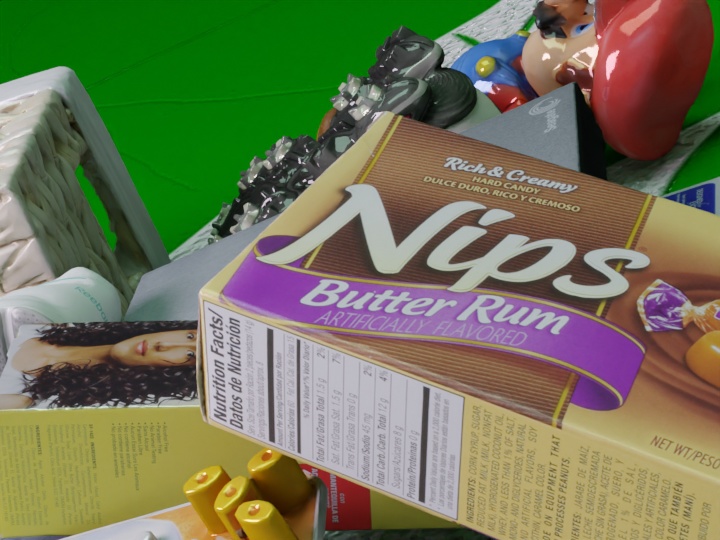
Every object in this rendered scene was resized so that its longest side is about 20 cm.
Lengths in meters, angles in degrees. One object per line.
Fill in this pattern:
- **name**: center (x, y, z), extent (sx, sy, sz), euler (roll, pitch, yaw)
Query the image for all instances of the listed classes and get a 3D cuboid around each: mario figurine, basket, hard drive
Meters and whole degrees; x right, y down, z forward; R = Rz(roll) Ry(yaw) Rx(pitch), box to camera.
- **mario figurine**: center (0.071, -0.099, 1.028), extent (0.199, 0.106, 0.124), euler (-16, 50, 40)
- **basket**: center (-0.198, 0.016, 1.002), extent (0.199, 0.136, 0.123), euler (-20, 22, 12)
- **hard drive**: center (0.000, 0.000, 0.856), extent (0.199, 0.033, 0.140), euler (-23, 18, 13)

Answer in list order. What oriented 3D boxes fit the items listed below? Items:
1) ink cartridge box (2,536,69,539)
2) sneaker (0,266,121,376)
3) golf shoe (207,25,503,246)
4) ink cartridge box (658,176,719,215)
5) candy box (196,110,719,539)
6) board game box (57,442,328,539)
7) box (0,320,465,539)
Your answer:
- **ink cartridge box**: center (-0.121, 0.116, 0.776), extent (0.199, 0.039, 0.100), euler (-16, 20, 18)
- **sneaker**: center (-0.164, 0.069, 0.885), extent (0.200, 0.071, 0.080), euler (-36, 5, 28)
- **golf shoe**: center (-0.006, -0.022, 0.987), extent (0.200, 0.088, 0.077), euler (-35, 25, 50)
- **ink cartridge box**: center (0.081, 0.015, 0.830), extent (0.199, 0.039, 0.100), euler (-19, 19, 17)
- **candy box**: center (0.065, 0.027, 0.666), extent (0.199, 0.057, 0.117), euler (21, 42, 22)
- **board game box**: center (-0.109, 0.147, 0.640), extent (0.199, 0.026, 0.200), euler (-17, 37, 17)
- **box**: center (-0.019, 0.050, 0.741), extent (0.199, 0.050, 0.075), euler (-1, 22, 1)
